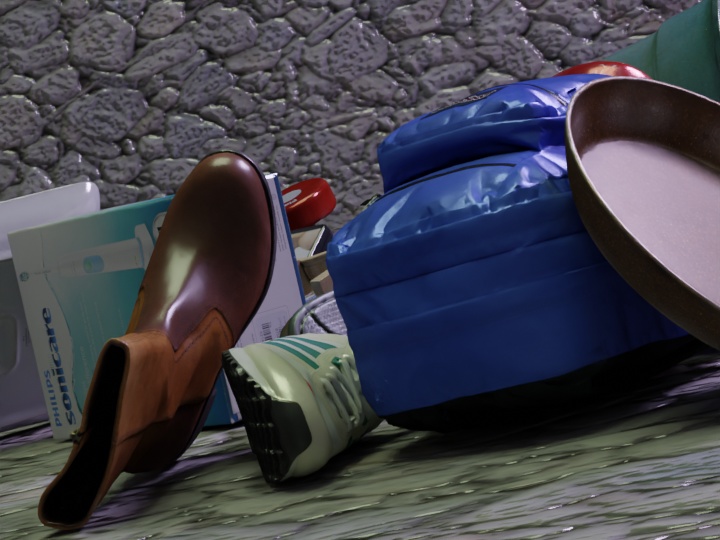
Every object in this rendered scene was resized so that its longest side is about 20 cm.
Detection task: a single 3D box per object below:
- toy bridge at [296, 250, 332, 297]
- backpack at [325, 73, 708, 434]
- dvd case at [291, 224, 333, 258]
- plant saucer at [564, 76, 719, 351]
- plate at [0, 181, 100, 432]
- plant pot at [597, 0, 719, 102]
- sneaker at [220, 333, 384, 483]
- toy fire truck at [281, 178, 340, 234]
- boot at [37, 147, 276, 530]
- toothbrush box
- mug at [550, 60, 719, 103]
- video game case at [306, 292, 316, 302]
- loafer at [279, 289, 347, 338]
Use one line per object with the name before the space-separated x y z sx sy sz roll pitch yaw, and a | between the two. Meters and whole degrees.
toy bridge | 0.000 0.000 1.516 0.067 0.027 0.200 -34 12 -22
backpack | 0.075 -0.007 1.181 0.162 0.168 0.200 -21 1 37
dvd case | -0.126 0.030 1.840 0.199 0.018 0.143 -11 38 33
plant saucer | 0.176 -0.016 1.100 0.200 0.200 0.035 -18 -32 -54
plate | -0.268 0.047 1.610 0.199 0.200 0.032 -15 39 -27
plant pot | 0.186 -0.061 1.514 0.196 0.201 0.200 -20 1 23
sneaker | -0.018 0.059 1.204 0.093 0.071 0.200 -19 2 -5
toy fire truck | -0.094 0.016 1.933 0.200 0.112 0.168 -11 23 38
boot | -0.112 0.029 1.226 0.068 0.189 0.200 26 9 8
toothbrush box | -0.130 0.027 1.508 0.085 0.147 0.200 -16 4 -43
mug | 0.147 -0.036 1.337 0.200 0.178 0.133 -15 8 40
video game case | 0.027 0.009 1.660 0.181 0.046 0.200 -28 3 4
loafer | 0.025 0.047 1.395 0.200 0.072 0.063 -8 -20 -41
